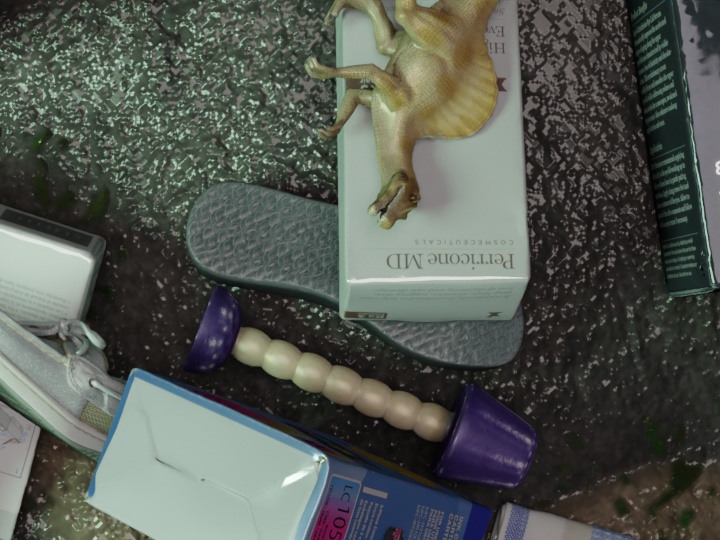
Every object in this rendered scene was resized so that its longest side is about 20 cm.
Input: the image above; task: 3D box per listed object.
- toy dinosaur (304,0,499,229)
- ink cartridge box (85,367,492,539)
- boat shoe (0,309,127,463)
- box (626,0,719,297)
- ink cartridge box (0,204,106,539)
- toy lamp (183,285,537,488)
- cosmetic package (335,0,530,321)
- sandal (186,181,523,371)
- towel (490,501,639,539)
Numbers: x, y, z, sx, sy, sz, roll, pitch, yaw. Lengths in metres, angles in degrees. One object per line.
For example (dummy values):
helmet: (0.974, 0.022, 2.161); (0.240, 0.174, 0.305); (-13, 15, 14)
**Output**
toy dinosaur: (0.033, -0.119, 0.933); (0.101, 0.058, 0.201); (31, 80, -9)
ink cartridge box: (-0.025, 0.124, 0.927); (0.136, 0.200, 0.077); (21, 85, 35)
boat shoe: (-0.136, 0.065, 0.948); (0.202, 0.074, 0.065); (38, 77, -34)
box: (0.238, -0.094, 0.997); (0.146, 0.104, 0.202); (-7, 88, -4)
ink cartridge box: (-0.258, 0.037, 0.988); (0.198, 0.044, 0.175); (18, 106, -4)
toy lamp: (0.002, 0.069, 0.997); (0.198, 0.058, 0.059); (21, 86, -4)
cosmetic package: (0.037, -0.078, 0.976); (0.101, 0.074, 0.202); (-1, 71, -4)
sandal: (0.000, -0.001, 1.011); (0.198, 0.043, 0.077); (21, 77, 2)
towel: (0.151, 0.226, 1.005); (0.198, 0.024, 0.148); (18, 69, -5)
